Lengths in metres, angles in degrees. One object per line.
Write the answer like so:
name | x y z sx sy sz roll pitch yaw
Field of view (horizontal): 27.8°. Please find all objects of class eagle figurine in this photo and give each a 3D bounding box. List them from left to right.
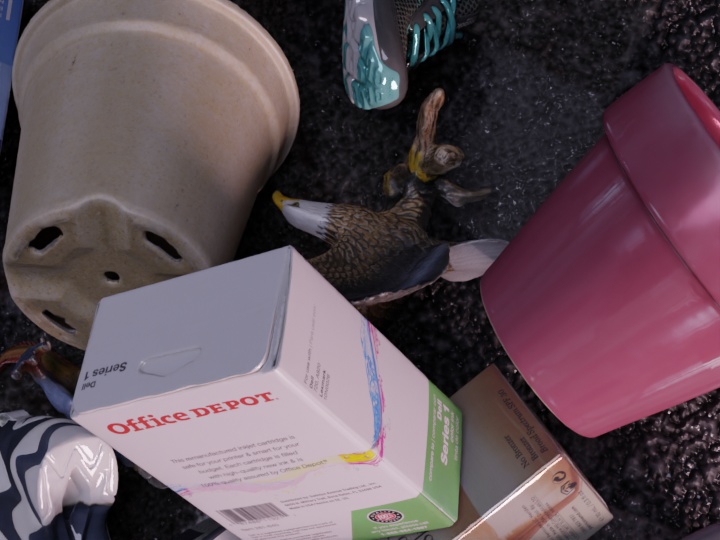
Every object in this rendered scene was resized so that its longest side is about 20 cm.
eagle figurine | -0.006 -0.002 0.960 0.150 0.152 0.201 9 54 37

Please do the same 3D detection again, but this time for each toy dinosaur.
toy dinosaur | -0.146 0.095 1.027 0.181 0.200 0.105 45 71 -17

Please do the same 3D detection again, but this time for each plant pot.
plant pot | -0.147 -0.054 0.939 0.199 0.201 0.184 -5 44 11
plant pot | 0.182 0.003 0.912 0.179 0.200 0.201 -38 74 20

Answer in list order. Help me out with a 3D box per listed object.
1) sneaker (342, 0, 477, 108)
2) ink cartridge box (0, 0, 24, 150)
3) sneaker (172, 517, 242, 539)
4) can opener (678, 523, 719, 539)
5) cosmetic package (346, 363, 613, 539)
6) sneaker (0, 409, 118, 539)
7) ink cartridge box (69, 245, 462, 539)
sneaker | 0.034 -0.173 0.976 0.090 0.078 0.201 3 37 0
ink cartridge box | -0.294 -0.129 1.044 0.076 0.136 0.202 8 81 -21
sneaker | -0.112 0.255 0.920 0.077 0.202 0.147 -19 94 39
can opener | 0.146 0.198 0.897 0.199 0.053 0.067 -14 65 -25
cosmetic package | 0.047 0.169 0.934 0.200 0.087 0.103 -40 41 2
sneaker | -0.223 0.185 0.974 0.129 0.079 0.201 20 115 49
ink cartridge box | -0.049 0.084 0.858 0.144 0.200 0.085 -15 50 29
